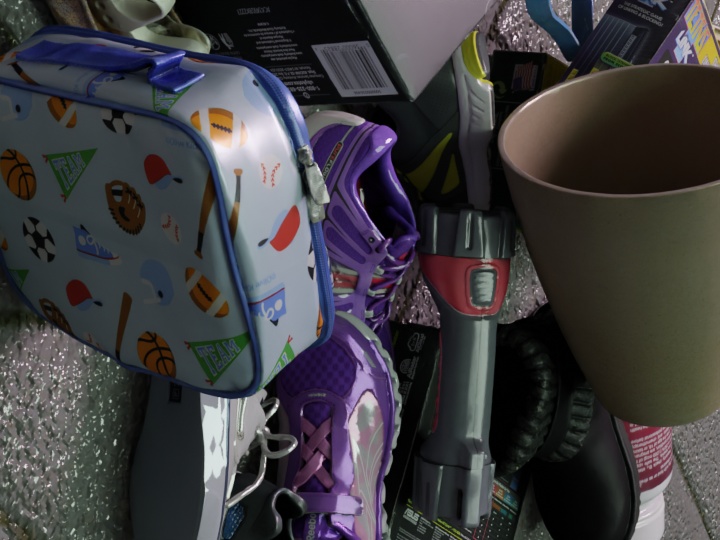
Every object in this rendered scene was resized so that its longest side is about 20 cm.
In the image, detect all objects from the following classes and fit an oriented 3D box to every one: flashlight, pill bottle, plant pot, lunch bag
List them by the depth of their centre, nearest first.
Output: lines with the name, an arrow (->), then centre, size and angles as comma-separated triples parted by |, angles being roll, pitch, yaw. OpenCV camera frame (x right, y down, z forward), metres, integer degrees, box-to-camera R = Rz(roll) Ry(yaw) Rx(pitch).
lunch bag -> -0.098, -0.034, 0.781 | 0.075, 0.199, 0.162 | -35, 126, -40
flashlight -> 0.062, 0.058, 1.088 | 0.068, 0.067, 0.202 | -12, 108, -64
plant pot -> 0.193, -0.005, 1.099 | 0.187, 0.186, 0.202 | -44, 133, -45
pill bottle -> 0.202, 0.127, 1.394 | 0.114, 0.113, 0.202 | -32, 123, -52

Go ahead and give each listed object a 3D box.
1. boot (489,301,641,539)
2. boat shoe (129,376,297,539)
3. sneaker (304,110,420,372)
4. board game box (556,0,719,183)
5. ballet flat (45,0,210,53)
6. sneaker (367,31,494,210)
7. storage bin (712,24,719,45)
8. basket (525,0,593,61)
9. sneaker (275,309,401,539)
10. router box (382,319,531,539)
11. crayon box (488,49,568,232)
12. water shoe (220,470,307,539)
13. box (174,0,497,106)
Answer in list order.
boot -> 0.131, 0.127, 1.184 | 0.158, 0.079, 0.213 | -26, 107, -62
boat shoe -> -0.077, 0.081, 0.957 | 0.086, 0.074, 0.204 | 6, 84, -42
sneaker -> 0.000, 0.000, 1.062 | 0.081, 0.083, 0.202 | -38, 129, -49
board game box -> 0.206, -0.106, 1.256 | 0.166, 0.056, 0.200 | -56, 150, -9
ballet flat -> -0.117, -0.124, 0.858 | 0.068, 0.067, 0.201 | -63, 144, -28
sneaker -> 0.047, -0.091, 1.140 | 0.201, 0.084, 0.075 | 87, 1, -56
storage bin -> 0.299, -0.111, 1.522 | 0.198, 0.093, 0.202 | 0, 96, -58
basket -> 0.141, -0.259, 1.170 | 0.176, 0.138, 0.202 | 16, 78, -74
sneaker -> -0.021, 0.126, 1.040 | 0.088, 0.080, 0.202 | -44, 134, -69
router box -> 0.055, 0.140, 1.202 | 0.200, 0.062, 0.151 | 41, 62, -54
crayon box -> 0.157, -0.089, 1.333 | 0.199, 0.050, 0.128 | 16, 83, -58
water shoe -> -0.064, 0.219, 1.007 | 0.071, 0.078, 0.202 | -33, 124, -51
box -> 0.005, -0.200, 0.926 | 0.200, 0.148, 0.125 | -52, 126, -30
